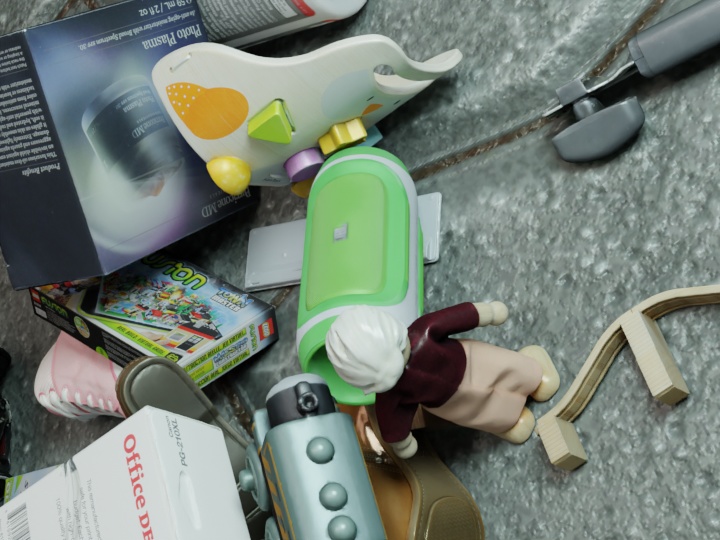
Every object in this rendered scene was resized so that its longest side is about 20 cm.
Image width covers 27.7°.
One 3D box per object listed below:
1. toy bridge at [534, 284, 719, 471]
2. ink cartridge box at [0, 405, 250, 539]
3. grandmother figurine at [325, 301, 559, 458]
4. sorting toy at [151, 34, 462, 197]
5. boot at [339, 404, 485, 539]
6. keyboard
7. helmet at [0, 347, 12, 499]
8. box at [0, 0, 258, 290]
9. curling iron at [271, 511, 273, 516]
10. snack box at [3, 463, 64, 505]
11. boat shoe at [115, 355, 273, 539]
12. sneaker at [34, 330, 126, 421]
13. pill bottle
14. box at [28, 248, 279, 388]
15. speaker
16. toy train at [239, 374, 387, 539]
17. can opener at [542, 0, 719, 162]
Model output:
[{"bbox_3d":[0.193,0.056,0.963,0.200,0.027,0.067,-37,52,24],"label":"toy bridge"},{"bbox_3d":[-0.175,0.208,1.017,0.200,0.084,0.145,-35,56,24],"label":"ink cartridge box"},{"bbox_3d":[0.050,0.068,0.962,0.061,0.200,0.121,24,90,42],"label":"grandmother figurine"},{"bbox_3d":[-0.021,-0.135,1.120,0.180,0.200,0.107,-22,80,32],"label":"sorting toy"},{"bbox_3d":[0.003,0.172,1.052,0.155,0.077,0.200,-20,72,41],"label":"boot"},{"bbox_3d":[-0.018,-0.021,1.182,0.200,0.011,0.056,-9,63,37],"label":"keyboard"},{"bbox_3d":[-0.420,0.137,1.337,0.200,0.191,0.200,-15,65,36],"label":"helmet"},{"bbox_3d":[-0.209,-0.112,1.199,0.123,0.200,0.199,-6,106,38],"label":"box"},{"bbox_3d":[-0.053,0.216,1.070,0.026,0.050,0.200,-13,80,42],"label":"curling iron"},{"bbox_3d":[-0.249,0.236,1.202,0.200,0.053,0.142,-22,60,59],"label":"snack box"},{"bbox_3d":[-0.115,0.150,1.113,0.200,0.072,0.068,60,161,-5],"label":"boat shoe"},{"bbox_3d":[-0.216,0.106,1.255,0.105,0.075,0.200,-51,42,8],"label":"sneaker"},{"bbox_3d":[-0.098,-0.253,1.262,0.200,0.114,0.114,-9,69,37],"label":"pill bottle"},{"bbox_3d":[-0.176,0.033,1.222,0.200,0.110,0.035,25,134,38],"label":"box"},{"bbox_3d":[0.000,0.000,1.059,0.088,0.088,0.200,-32,35,28],"label":"speaker"},{"bbox_3d":[-0.021,0.165,0.939,0.114,0.085,0.200,110,148,-61],"label":"toy train"},{"bbox_3d":[0.216,-0.138,1.011,0.200,0.053,0.067,-26,91,30],"label":"can opener"}]
